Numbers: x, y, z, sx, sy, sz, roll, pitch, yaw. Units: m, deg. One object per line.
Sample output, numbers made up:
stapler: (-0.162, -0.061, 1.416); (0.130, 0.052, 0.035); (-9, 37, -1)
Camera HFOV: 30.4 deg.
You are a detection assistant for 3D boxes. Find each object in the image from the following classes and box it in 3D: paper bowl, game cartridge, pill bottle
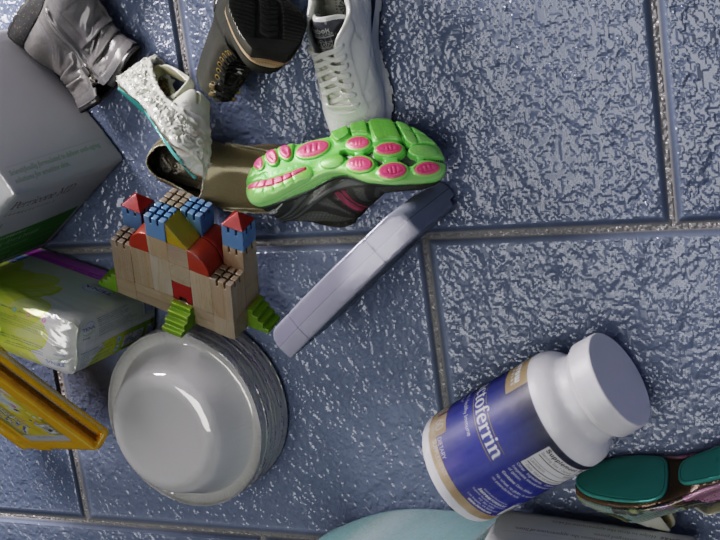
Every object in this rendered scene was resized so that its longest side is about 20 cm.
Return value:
paper bowl: (-0.187, 0.159, 1.439); (0.199, 0.104, 0.203); (8, 109, 24)
game cartridge: (0.000, 0.000, 1.279); (0.040, 0.133, 0.200); (45, 119, 0)
game cartridge: (-0.400, 0.147, 1.499); (0.176, 0.033, 0.199); (43, 148, -27)
pill bottle: (0.165, 0.146, 1.248); (0.199, 0.116, 0.116); (-34, 88, 29)

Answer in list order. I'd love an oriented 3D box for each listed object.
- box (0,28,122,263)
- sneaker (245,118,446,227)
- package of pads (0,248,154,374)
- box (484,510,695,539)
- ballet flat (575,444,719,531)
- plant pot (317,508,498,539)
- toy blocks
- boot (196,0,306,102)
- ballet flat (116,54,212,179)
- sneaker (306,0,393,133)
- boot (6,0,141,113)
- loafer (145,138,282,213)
box: (-0.409, -0.124, 1.414); (0.200, 0.199, 0.171); (49, 119, 4)
sneaker: (-0.010, -0.089, 1.269); (0.198, 0.084, 0.077); (-6, 58, 22)
package of pads: (-0.347, 0.038, 1.455); (0.199, 0.154, 0.069); (16, 112, 22)
box: (0.212, 0.354, 1.257); (0.198, 0.131, 0.201); (4, 117, 26)
ballet flat: (0.299, 0.204, 1.231); (0.199, 0.069, 0.071); (-18, 122, 30)
plant pot: (0.022, 0.353, 1.344); (0.199, 0.196, 0.198); (7, 108, 34)
toy blocks: (-0.181, -0.019, 1.360); (0.199, 0.100, 0.138); (20, 135, 21)
boot: (-0.111, -0.200, 1.269); (0.077, 0.201, 0.139); (13, 121, -17)
ballet flat: (-0.187, -0.164, 1.324); (0.200, 0.071, 0.072); (48, 126, 46)
sneaker: (-0.019, -0.198, 1.262); (0.076, 0.080, 0.202); (0, 109, 24)
boot: (-0.276, -0.273, 1.389); (0.132, 0.070, 0.200); (42, 127, 4)
loafer: (-0.136, -0.095, 1.358); (0.198, 0.067, 0.077); (10, 109, 24)
